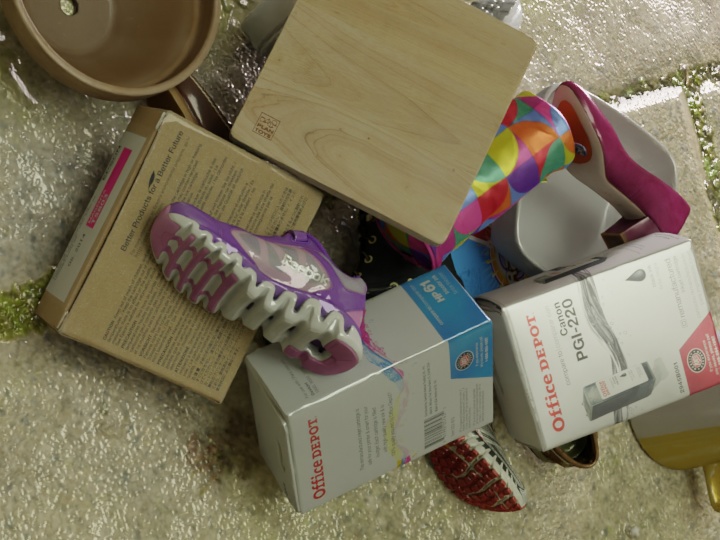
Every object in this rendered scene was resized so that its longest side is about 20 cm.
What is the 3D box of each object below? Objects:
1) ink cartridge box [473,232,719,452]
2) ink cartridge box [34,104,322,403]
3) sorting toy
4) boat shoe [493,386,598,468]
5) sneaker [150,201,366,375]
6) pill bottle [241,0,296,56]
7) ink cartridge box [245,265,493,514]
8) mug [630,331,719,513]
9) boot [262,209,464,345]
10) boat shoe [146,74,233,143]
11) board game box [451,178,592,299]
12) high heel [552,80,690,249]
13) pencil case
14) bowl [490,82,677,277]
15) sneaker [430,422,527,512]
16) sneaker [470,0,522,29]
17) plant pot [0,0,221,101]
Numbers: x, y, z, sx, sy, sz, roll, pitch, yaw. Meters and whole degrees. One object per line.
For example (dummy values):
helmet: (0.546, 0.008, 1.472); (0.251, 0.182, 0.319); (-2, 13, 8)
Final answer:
ink cartridge box: (0.221, 0.064, 1.706); (0.200, 0.085, 0.146); (-19, 99, -12)
ink cartridge box: (-0.149, -0.014, 1.529); (0.165, 0.075, 0.200); (28, 88, -28)
sorting toy: (0.016, -0.147, 1.571); (0.200, 0.070, 0.199); (27, 77, -5)
boat shoe: (0.177, 0.114, 1.780); (0.076, 0.074, 0.200); (-43, 120, -13)
sneaker: (-0.075, -0.001, 1.489); (0.200, 0.080, 0.089); (33, 56, -15)
pill bottle: (-0.011, -0.170, 1.663); (0.113, 0.113, 0.200); (-37, 89, -36)
ink cartridge box: (0.009, 0.103, 1.587); (0.200, 0.085, 0.145); (-25, 141, -18)
mug: (0.393, 0.141, 1.921); (0.187, 0.153, 0.149); (51, 55, -20)
boot: (0.000, 0.001, 1.694); (0.203, 0.074, 0.154); (-1, 62, -16)
boat shoe: (-0.119, -0.093, 1.612); (0.070, 0.070, 0.200); (-35, 114, -24)
board game box: (0.146, -0.017, 1.826); (0.200, 0.040, 0.153); (2, 81, -38)
high heel: (0.248, -0.108, 1.760); (0.096, 0.067, 0.200); (-38, 120, -26)
pencil case: (0.108, -0.079, 1.668); (0.200, 0.088, 0.088); (-35, 104, -21)
bowl: (0.211, -0.064, 1.811); (0.200, 0.075, 0.200); (29, 66, -31)
sneaker: (0.104, 0.144, 1.741); (0.082, 0.078, 0.200); (-43, 109, -36)
sneaker: (0.103, -0.189, 1.812); (0.200, 0.076, 0.081); (-53, 125, -27)
plant pot: (-0.224, -0.233, 1.538); (0.201, 0.093, 0.201); (8, 77, -37)
